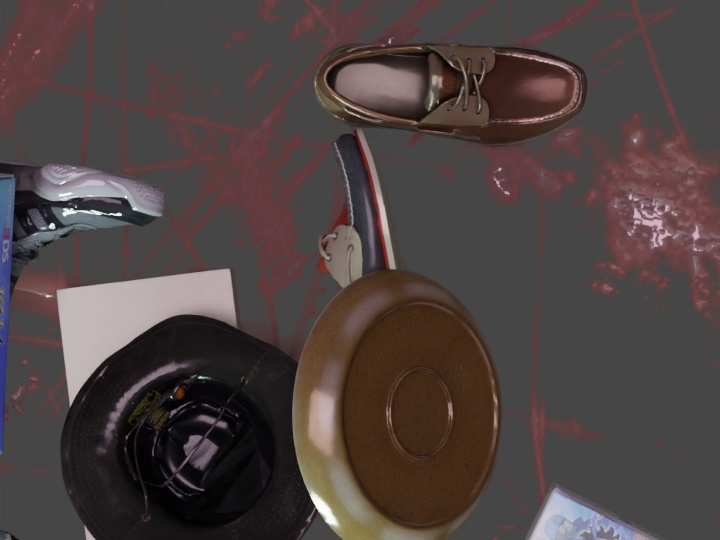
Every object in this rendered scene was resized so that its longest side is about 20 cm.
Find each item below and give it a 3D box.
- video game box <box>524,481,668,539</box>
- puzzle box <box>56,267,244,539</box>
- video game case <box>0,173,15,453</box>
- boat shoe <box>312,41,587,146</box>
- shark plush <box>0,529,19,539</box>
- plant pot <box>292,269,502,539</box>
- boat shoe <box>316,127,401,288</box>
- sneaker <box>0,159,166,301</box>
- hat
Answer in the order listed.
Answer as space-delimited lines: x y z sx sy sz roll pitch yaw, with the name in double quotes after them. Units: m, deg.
0.175 0.283 1.519 0.181 0.047 0.201 26 93 0 "video game box"
-0.146 0.105 1.549 0.132 0.025 0.202 -6 91 3 "puzzle box"
-0.332 0.021 1.501 0.180 0.045 0.202 10 101 29 "video game case"
0.063 -0.127 1.506 0.198 0.072 0.077 -1 91 4 "boat shoe"
-0.282 0.209 1.542 0.083 0.091 0.201 -27 84 -26 "shark plush"
0.035 0.099 1.467 0.027 0.199 0.202 -5 91 46 "plant pot"
0.000 0.000 1.518 0.062 0.071 0.202 -10 94 7 "boat shoe"
-0.239 -0.021 1.531 0.198 0.075 0.115 5 92 10 "sneaker"
-0.107 0.136 1.489 0.199 0.081 0.203 -5 68 12 "hat"
